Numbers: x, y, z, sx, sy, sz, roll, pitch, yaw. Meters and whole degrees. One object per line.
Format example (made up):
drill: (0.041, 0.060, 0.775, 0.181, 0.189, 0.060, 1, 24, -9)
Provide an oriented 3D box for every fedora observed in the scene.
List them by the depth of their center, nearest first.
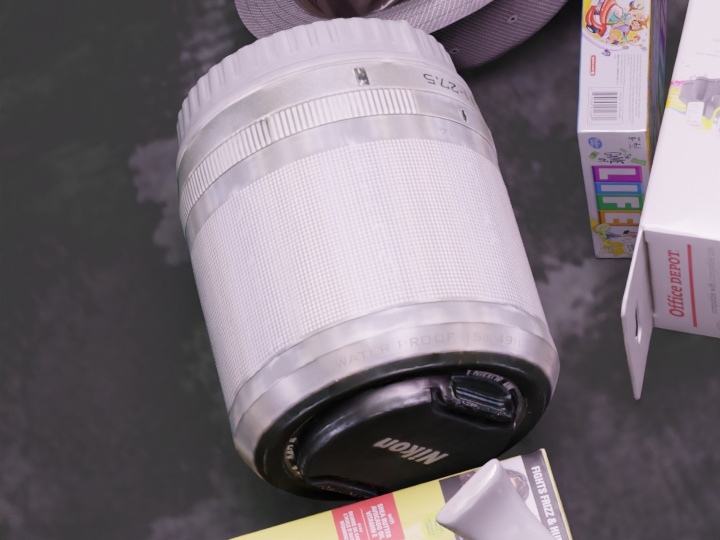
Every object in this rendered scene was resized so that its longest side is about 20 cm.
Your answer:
fedora: (0.040, -0.164, 1.496, 0.200, 0.090, 0.177, -30, 44, 13)

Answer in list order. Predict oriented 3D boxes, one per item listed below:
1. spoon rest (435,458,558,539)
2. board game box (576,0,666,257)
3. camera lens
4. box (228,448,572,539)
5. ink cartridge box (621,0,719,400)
spoon rest: (0.119, 0.169, 1.293, 0.099, 0.061, 0.200, -44, 65, 0)
board game box: (0.134, -0.125, 1.451, 0.034, 0.135, 0.201, 0, 64, 9)
camera lens: (0.000, 0.000, 1.396, 0.159, 0.160, 0.201, -16, 62, 1)
box: (0.004, 0.151, 1.382, 0.199, 0.050, 0.075, -16, 63, 1)
ink cartridge box: (0.182, -0.041, 1.413, 0.068, 0.115, 0.201, 9, 66, 14)
